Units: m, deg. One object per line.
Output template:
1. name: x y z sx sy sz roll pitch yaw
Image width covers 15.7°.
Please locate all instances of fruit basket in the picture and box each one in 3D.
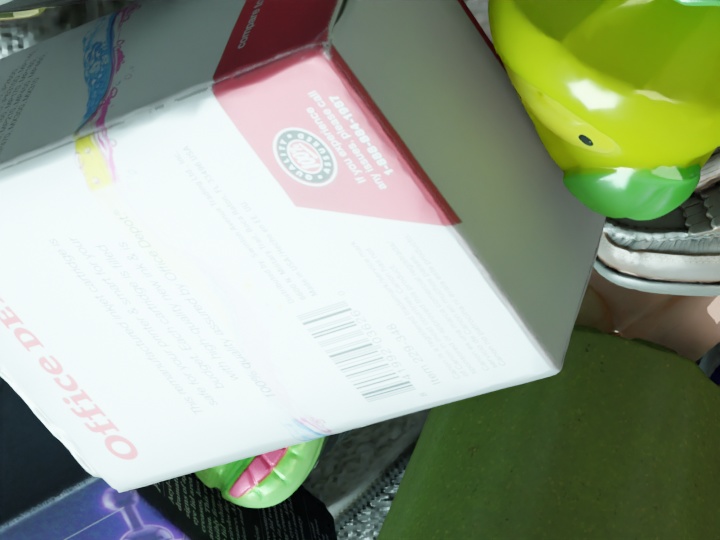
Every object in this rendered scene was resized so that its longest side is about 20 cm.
1. fruit basket: 0.082 -0.108 0.788 0.155 0.216 0.216 -2 141 -50

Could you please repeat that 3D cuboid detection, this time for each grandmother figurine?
1. grandmother figurine: 0.175 -0.027 1.027 0.200 0.061 0.121 -37 140 25

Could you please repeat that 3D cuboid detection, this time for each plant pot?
1. plant pot: 0.077 0.128 1.022 0.199 0.191 0.200 14 163 5

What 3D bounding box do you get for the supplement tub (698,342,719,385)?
1. supplement tub: 0.225 0.111 1.071 0.144 0.201 0.146 -7 136 -7

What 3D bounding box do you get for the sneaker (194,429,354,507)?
1. sneaker: 0.000 0.000 1.008 0.077 0.084 0.200 41 107 6

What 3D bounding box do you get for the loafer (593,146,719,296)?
1. loafer: 0.178 -0.040 0.946 0.199 0.072 0.063 -7 135 5

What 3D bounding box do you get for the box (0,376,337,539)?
1. box: -0.111 0.122 1.067 0.148 0.105 0.200 -29 134 16

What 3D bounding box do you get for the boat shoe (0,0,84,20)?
1. boat shoe: -0.063 -0.133 0.860 0.200 0.072 0.061 -18 -179 -12

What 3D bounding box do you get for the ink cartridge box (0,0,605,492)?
1. ink cartridge box: -0.040 -0.019 0.883 0.199 0.086 0.148 -15 125 34
